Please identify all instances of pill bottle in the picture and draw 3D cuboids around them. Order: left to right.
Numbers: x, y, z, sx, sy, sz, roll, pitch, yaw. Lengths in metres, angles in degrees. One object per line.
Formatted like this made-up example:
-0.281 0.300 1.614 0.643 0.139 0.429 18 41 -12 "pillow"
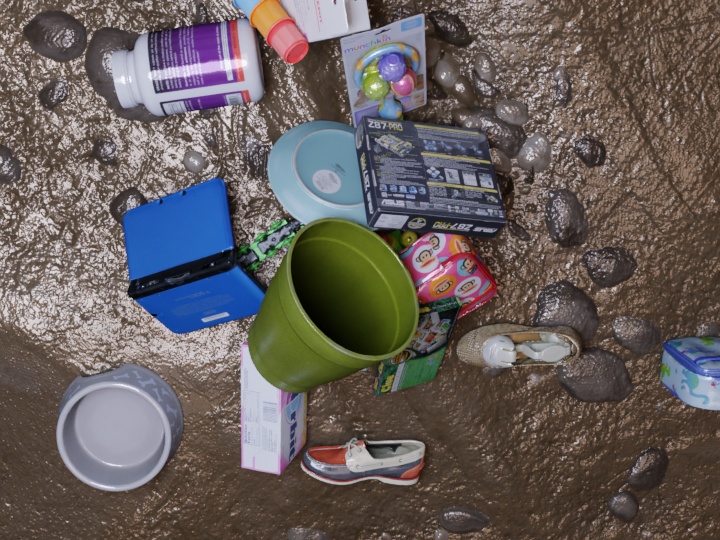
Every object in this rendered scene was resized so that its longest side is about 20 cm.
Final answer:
-0.235 -0.277 1.243 0.196 0.113 0.115 -8 104 -2 "pill bottle"

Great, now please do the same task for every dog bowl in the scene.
-0.374 0.246 1.389 0.196 0.059 0.204 -1 104 -4 "dog bowl"

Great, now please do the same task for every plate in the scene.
-0.032 -0.138 1.263 0.196 0.203 0.026 16 145 -8 "plate"

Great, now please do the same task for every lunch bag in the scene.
0.097 0.036 1.328 0.198 0.083 0.176 -34 147 12 "lunch bag"
0.573 0.158 1.376 0.195 0.161 0.084 1 104 -3 "lunch bag"

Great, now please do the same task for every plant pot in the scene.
-0.055 0.068 1.208 0.199 0.202 0.193 36 135 -11 "plant pot"

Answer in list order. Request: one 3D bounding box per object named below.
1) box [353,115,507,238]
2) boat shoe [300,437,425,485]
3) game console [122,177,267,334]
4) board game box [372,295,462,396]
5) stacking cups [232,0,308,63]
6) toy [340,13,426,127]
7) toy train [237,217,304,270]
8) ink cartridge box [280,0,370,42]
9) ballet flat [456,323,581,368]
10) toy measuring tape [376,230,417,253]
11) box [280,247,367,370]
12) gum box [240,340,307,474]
0.096 -0.131 1.260 0.196 0.049 0.164 3 60 -21 "box"
0.006 0.293 1.415 0.196 0.072 0.064 6 119 -11 "boat shoe"
-0.236 -0.015 1.316 0.197 0.120 0.171 -15 137 28 "game console"
0.080 0.114 1.329 0.103 0.024 0.202 -14 146 -21 "board game box"
-0.136 -0.361 1.212 0.060 0.060 0.201 -40 75 7 "stacking cups"
0.041 -0.254 1.230 0.113 0.201 0.048 -18 68 -3 "toy"
-0.122 -0.050 1.334 0.198 0.056 0.042 -36 95 5 "toy train"
-0.051 -0.364 1.187 0.067 0.199 0.119 -18 107 -28 "ink cartridge box"
0.248 0.119 1.394 0.196 0.065 0.072 -7 104 -2 "ballet flat"
0.000 0.000 1.345 0.198 0.074 0.074 -30 104 4 "toy measuring tape"
-0.048 0.058 1.337 0.081 0.049 0.203 -8 118 15 "box"
-0.127 0.195 1.355 0.065 0.113 0.204 6 104 17 "gum box"
